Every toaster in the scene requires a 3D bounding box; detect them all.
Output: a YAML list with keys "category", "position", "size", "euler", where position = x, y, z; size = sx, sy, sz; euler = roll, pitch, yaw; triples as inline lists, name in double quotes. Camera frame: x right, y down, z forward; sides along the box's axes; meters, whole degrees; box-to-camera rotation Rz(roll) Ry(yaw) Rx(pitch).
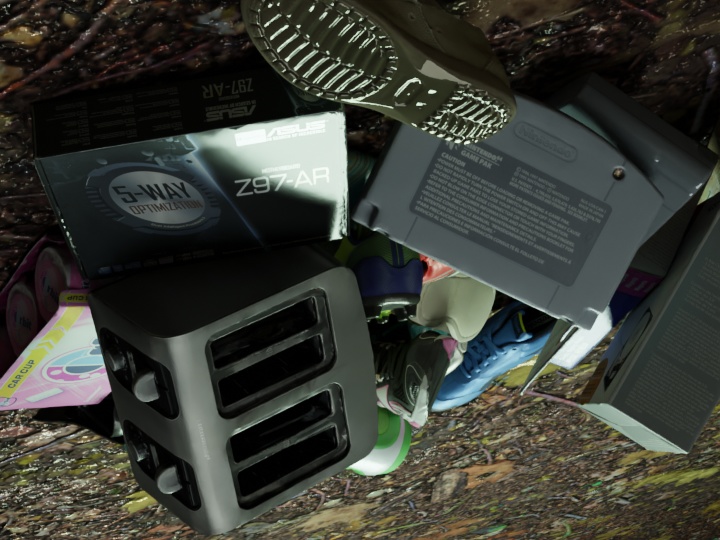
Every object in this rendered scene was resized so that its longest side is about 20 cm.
- category: "toaster"
  position: [-0.086, 0.075, 0.972]
  size: [0.199, 0.118, 0.182]
  euler: [-24, 123, -27]

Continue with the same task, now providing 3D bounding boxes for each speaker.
- category: "speaker"
  position: [-0.043, 0.146, 1.271]
  size: [0.199, 0.089, 0.088]
  euler: [21, 138, -39]

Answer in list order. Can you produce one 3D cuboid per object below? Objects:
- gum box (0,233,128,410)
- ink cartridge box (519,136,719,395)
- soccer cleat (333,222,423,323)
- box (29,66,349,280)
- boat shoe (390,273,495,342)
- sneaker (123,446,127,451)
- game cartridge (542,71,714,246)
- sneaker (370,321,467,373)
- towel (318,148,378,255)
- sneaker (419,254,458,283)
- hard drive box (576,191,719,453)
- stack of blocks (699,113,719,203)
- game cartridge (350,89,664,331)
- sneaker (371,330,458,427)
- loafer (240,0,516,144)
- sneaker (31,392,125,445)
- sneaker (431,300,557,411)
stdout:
- category: "gum box"
  position: [-0.228, 0.042, 1.037]
  size: [0.113, 0.067, 0.200]
  euler: [1, 151, -38]
- category: "ink cartridge box"
  position: [0.228, 0.008, 1.143]
  size: [0.043, 0.201, 0.197]
  euler: [31, 150, 2]
- category: "soccer cleat"
  position: [0.001, 0.000, 1.032]
  size: [0.064, 0.085, 0.200]
  euler: [0, 177, -18]
- category: "box"
  position: [-0.108, -0.065, 0.876]
  size: [0.198, 0.044, 0.161]
  euler: [-9, 151, -5]
- category: "boat shoe"
  position: [0.071, 0.023, 1.205]
  size: [0.059, 0.073, 0.200]
  euler: [21, -177, 25]
- category: "sneaker"
  position: [-0.159, 0.156, 1.320]
  size: [0.198, 0.084, 0.121]
  euler: [-4, 155, -30]
- category: "game cartridge"
  position: [0.168, -0.063, 1.007]
  size: [0.132, 0.042, 0.200]
  euler: [31, 146, -2]
- category: "sneaker"
  position: [0.030, 0.092, 1.346]
  size: [0.079, 0.078, 0.200]
  euler: [20, 137, -25]
- category: "towel"
  position: [-0.057, -0.057, 0.994]
  size: [0.146, 0.022, 0.199]
  euler: [-34, 149, 33]
- category: "sneaker"
  position: [0.072, -0.036, 1.007]
  size: [0.084, 0.077, 0.200]
  euler: [-24, 164, -30]
- category: "hard drive box"
  position: [0.269, 0.044, 1.058]
  size: [0.201, 0.076, 0.156]
  euler: [-58, 176, -6]
- category: "stack of blocks"
  position: [0.366, -0.102, 1.122]
  size: [0.114, 0.059, 0.200]
  euler: [-15, 157, -3]
- category: "game cartridge"
  position: [0.108, -0.055, 0.918]
  size: [0.199, 0.041, 0.134]
  euler: [25, 105, -12]
- category: "sneaker"
  position: [0.033, 0.099, 1.213]
  size: [0.086, 0.081, 0.200]
  euler: [23, 160, 3]
- category: "loafer"
  position: [0.011, -0.142, 0.793]
  size: [0.199, 0.069, 0.076]
  euler: [24, 135, -34]
- category: "sneaker"
  position: [-0.189, 0.128, 1.163]
  size: [0.198, 0.061, 0.104]
  euler: [17, -155, 24]
- category: "sneaker"
  position: [0.138, 0.076, 1.340]
  size: [0.199, 0.066, 0.078]
  euler: [-31, 162, 6]
